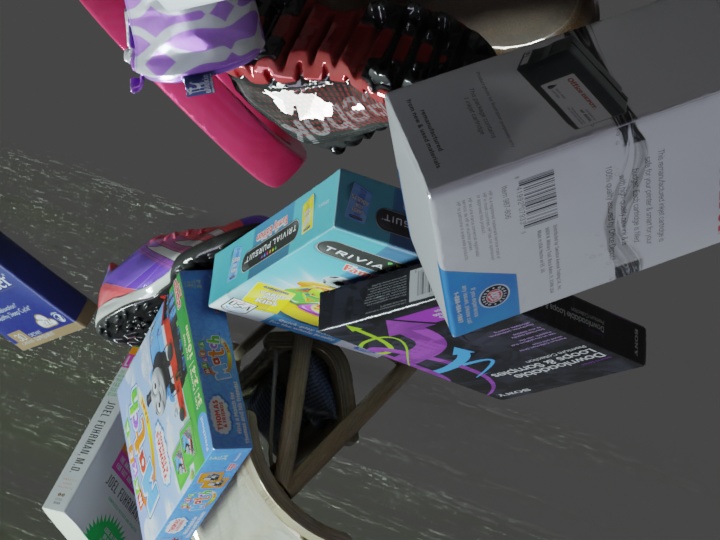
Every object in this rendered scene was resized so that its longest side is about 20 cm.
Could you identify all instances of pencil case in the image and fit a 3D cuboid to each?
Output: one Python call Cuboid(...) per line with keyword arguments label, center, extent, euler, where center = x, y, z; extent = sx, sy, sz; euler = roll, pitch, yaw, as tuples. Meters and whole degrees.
Cuboid(label="pencil case", center=(-0.114, -0.204, 1.097), extent=(0.085, 0.084, 0.201), euler=(-10, 105, 7))

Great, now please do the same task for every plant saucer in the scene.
Cuboid(label="plant saucer", center=(0.051, -0.181, 1.132), extent=(0.199, 0.032, 0.201), euler=(20, 149, 12))

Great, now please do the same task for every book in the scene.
Cuboid(label="book", center=(-0.198, 0.162, 1.689), extent=(0.048, 0.201, 0.134), euler=(8, 146, 30))

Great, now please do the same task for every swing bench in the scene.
Cuboid(label="swing bench", center=(-0.063, 0.140, 1.551), extent=(0.129, 0.201, 0.199), euler=(32, 150, -9))

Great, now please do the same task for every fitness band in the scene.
Cuboid(label="fitness band", center=(-0.111, -0.134, 1.245), extent=(0.200, 0.037, 0.144), euler=(43, -174, -25))

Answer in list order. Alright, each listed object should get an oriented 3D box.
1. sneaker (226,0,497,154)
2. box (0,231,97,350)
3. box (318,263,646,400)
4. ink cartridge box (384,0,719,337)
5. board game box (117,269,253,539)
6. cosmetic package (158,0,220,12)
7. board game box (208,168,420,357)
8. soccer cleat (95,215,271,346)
Cuboid(label="sneaker", center=(0.002, -0.116, 1.173), extent=(0.200, 0.071, 0.098), euler=(12, 147, 27))
Cuboid(label="box", center=(-0.344, -0.005, 1.712), extent=(0.200, 0.032, 0.121), euler=(41, 147, -22))
Cuboid(label="box", center=(0.089, 0.043, 1.368), extent=(0.199, 0.036, 0.143), euler=(20, 153, -40))
Cuboid(label="ink cartridge box", center=(0.126, -0.061, 1.106), extent=(0.199, 0.084, 0.145), euler=(-19, 144, -5))
Cuboid(label="board game box", center=(-0.141, 0.115, 1.503), extent=(0.036, 0.152, 0.200), euler=(-1, 150, -23))
Cuboid(label="cosmetic package", center=(-0.066, -0.265, 0.959), extent=(0.164, 0.165, 0.200), euler=(-4, 138, 42))
Cuboid(label="board game box", center=(0.000, 0.000, 1.393), extent=(0.150, 0.047, 0.200), euler=(17, 156, -25))
Cuboid(label="soccer cleat", center=(-0.138, -0.008, 1.521), extent=(0.200, 0.073, 0.068), euler=(-29, 140, 35))
